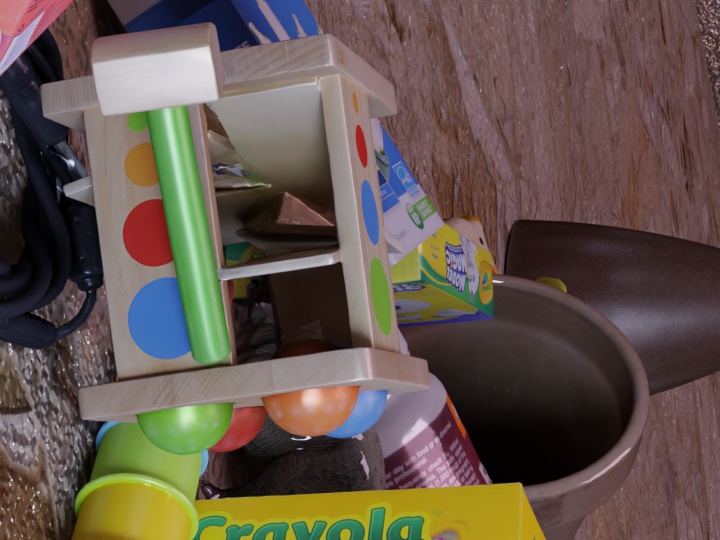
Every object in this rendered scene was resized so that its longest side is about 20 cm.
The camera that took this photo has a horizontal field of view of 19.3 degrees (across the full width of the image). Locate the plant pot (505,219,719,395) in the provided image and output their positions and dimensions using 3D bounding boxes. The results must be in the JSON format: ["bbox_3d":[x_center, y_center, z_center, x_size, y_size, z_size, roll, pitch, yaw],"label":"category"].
[{"bbox_3d":[0.248,0.039,1.912,0.187,0.200,0.187,-5,90,-73],"label":"plant pot"}]

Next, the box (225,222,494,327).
[{"bbox_3d":[0.000,0.000,1.226,0.200,0.117,0.048,30,56,-69],"label":"box"}]

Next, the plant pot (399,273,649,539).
[{"bbox_3d":[0.081,0.131,1.388,0.200,0.200,0.175,-75,172,-48],"label":"plant pot"}]

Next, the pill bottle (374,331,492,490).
[{"bbox_3d":[0.014,0.126,1.188,0.200,0.114,0.114,64,22,-14],"label":"pill bottle"}]

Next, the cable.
[{"bbox_3d":[-0.152,-0.056,0.844,0.200,0.051,0.163,34,54,-69],"label":"cable"}]

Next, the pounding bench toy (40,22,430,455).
[{"bbox_3d":[-0.056,-0.006,0.861,0.200,0.124,0.156,22,61,-76],"label":"pounding bench toy"}]

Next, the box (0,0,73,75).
[{"bbox_3d":[-0.127,-0.167,0.810,0.103,0.095,0.200,-55,-175,31],"label":"box"}]

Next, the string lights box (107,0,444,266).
[{"bbox_3d":[-0.045,-0.084,1.064,0.200,0.059,0.103,58,20,-3],"label":"string lights box"}]

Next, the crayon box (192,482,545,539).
[{"bbox_3d":[-0.023,0.188,0.950,0.058,0.200,0.173,62,28,-53],"label":"crayon box"}]

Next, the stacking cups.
[{"bbox_3d":[-0.092,0.069,0.994,0.200,0.060,0.061,-79,157,-44],"label":"stacking cups"}]

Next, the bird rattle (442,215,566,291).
[{"bbox_3d":[0.074,0.044,1.569,0.200,0.113,0.163,-30,103,-58],"label":"bird rattle"}]

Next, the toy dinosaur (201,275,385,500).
[{"bbox_3d":[-0.032,0.090,1.070,0.077,0.102,0.200,62,4,-78],"label":"toy dinosaur"}]
